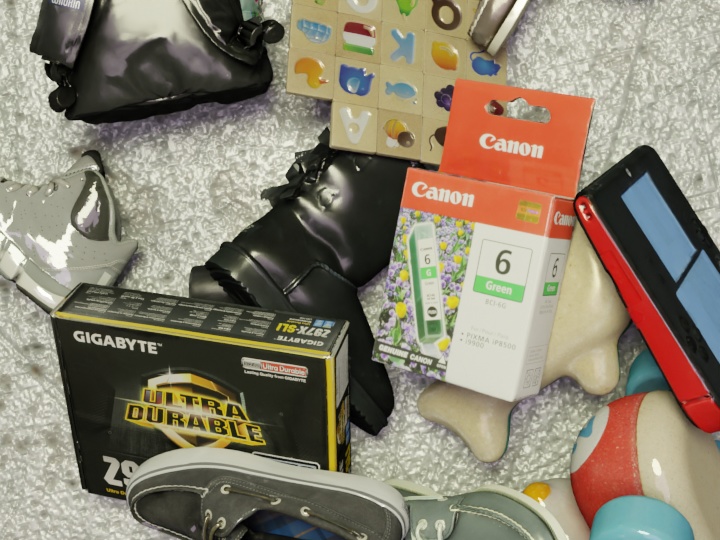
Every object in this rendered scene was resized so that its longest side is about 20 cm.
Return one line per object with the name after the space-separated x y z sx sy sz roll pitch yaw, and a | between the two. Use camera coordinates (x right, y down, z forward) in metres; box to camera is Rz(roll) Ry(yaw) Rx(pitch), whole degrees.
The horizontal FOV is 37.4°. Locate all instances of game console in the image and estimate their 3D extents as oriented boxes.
0.218 0.004 0.722 0.031 0.200 0.177 -27 92 29 | game console

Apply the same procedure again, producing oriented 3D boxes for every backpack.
-0.152 -0.212 0.749 0.167 0.127 0.200 -11 92 -9 | backpack

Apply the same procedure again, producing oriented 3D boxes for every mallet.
-0.105 0.091 0.802 0.066 0.041 0.200 7 95 -1 | mallet

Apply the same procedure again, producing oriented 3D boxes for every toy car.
0.158 0.177 0.749 0.200 0.184 0.177 -16 116 31 | toy car

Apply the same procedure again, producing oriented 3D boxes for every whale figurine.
0.123 0.038 0.770 0.159 0.104 0.200 34 106 26 | whale figurine

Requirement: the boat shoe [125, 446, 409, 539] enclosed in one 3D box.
-0.070 0.169 0.700 0.200 0.066 0.070 7 121 13 | boat shoe

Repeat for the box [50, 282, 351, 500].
-0.106 0.099 0.740 0.200 0.049 0.160 8 123 14 | box

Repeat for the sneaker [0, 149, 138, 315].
-0.250 -0.058 0.788 0.200 0.075 0.116 39 82 -5 | sneaker

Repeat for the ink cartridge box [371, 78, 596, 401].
0.080 -0.025 0.705 0.109 0.050 0.200 14 98 30 | ink cartridge box

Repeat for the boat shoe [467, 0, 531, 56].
0.115 -0.252 0.767 0.059 0.072 0.200 24 83 -5 | boat shoe

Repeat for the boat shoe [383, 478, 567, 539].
0.055 0.186 0.724 0.062 0.200 0.073 -17 98 -36 | boat shoe

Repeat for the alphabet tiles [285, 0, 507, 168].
0.030 -0.175 0.765 0.166 0.006 0.200 7 75 -18 | alphabet tiles

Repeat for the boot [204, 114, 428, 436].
0.000 0.000 0.774 0.162 0.073 0.198 -46 110 -18 | boot
